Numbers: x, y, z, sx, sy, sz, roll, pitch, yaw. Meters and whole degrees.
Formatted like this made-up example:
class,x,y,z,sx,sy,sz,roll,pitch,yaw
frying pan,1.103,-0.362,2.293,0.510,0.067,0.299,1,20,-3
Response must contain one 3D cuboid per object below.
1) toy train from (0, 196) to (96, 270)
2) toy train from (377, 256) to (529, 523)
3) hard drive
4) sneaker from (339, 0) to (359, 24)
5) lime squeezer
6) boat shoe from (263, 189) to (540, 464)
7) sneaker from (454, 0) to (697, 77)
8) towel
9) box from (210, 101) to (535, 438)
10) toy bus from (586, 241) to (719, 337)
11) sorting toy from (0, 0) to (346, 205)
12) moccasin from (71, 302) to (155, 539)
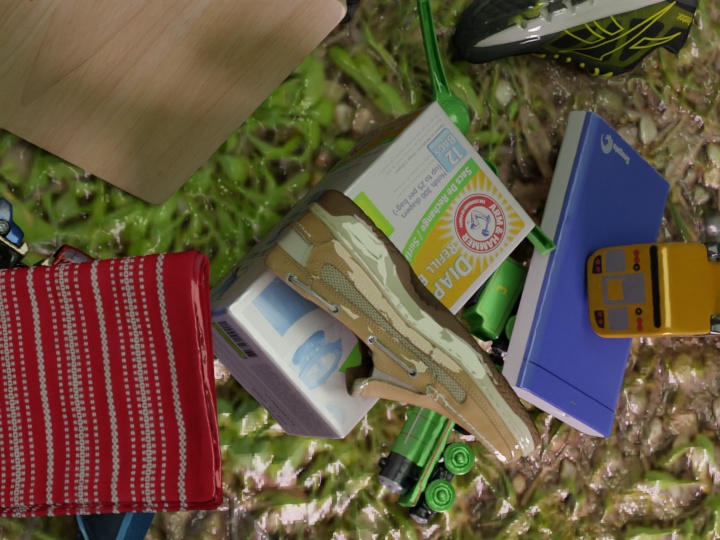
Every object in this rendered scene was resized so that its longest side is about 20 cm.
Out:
class,x,y,z,sx,sy,sz,roll,pitch,yaw
toy train,-0.180,0.009,0.804,0.199,0.034,0.046,35,70,-18
toy train,0.073,0.079,0.907,0.056,0.042,0.201,31,74,-8
hard drive,0.165,0.006,0.931,0.132,0.025,0.202,30,71,-47
sneaker,0.015,-0.221,0.891,0.198,0.075,0.115,10,82,-17
lime squeezer,0.071,-0.093,0.907,0.037,0.071,0.201,-24,83,-6
boat shoe,0.022,0.049,0.767,0.076,0.072,0.200,-43,97,-6
sneaker,0.166,-0.175,0.951,0.198,0.075,0.085,-17,125,-9
towel,-0.171,0.068,0.741,0.198,0.022,0.146,-6,87,18
box,0.000,0.000,0.847,0.113,0.101,0.200,48,69,-13
toy bus,0.251,0.017,0.946,0.199,0.078,0.066,2,83,-49
sorting toy,-0.144,-0.159,0.756,0.198,0.200,0.070,28,40,-30
moccasin,-0.145,0.092,0.785,0.068,0.080,0.202,18,97,5
